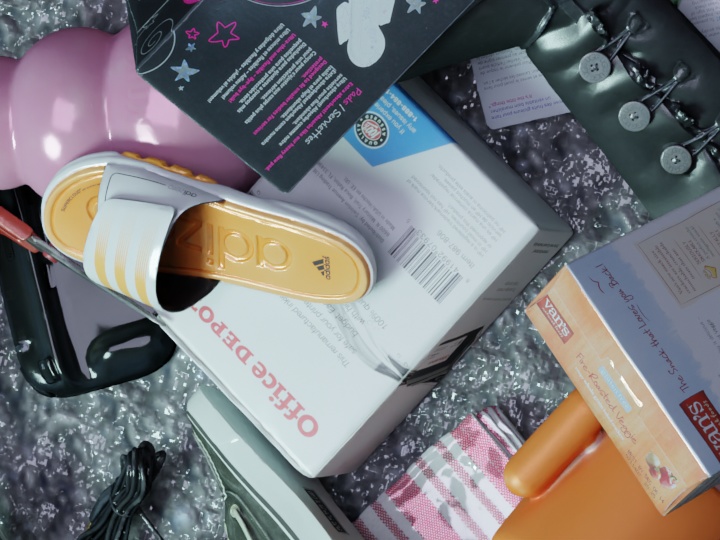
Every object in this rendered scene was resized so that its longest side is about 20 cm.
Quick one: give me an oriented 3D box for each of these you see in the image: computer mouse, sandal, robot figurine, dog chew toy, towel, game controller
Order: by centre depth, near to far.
[{"bbox_3d":[0.150,0.138,1.572,0.144,0.117,0.200,39,78,10],"label":"robot figurine"},{"bbox_3d":[-0.094,-0.012,1.604,0.205,0.059,0.080,10,128,19],"label":"sandal"},{"bbox_3d":[0.052,0.195,1.672,0.200,0.030,0.147,-44,77,15],"label":"towel"},{"bbox_3d":[-0.152,-0.090,1.683,0.199,0.125,0.125,-2,88,4],"label":"dog chew toy"},{"bbox_3d":[-0.096,0.206,1.698,0.200,0.044,0.110,49,130,13],"label":"computer mouse"},{"bbox_3d":[-0.178,-0.026,1.756,0.104,0.042,0.201,-14,84,4],"label":"game controller"}]

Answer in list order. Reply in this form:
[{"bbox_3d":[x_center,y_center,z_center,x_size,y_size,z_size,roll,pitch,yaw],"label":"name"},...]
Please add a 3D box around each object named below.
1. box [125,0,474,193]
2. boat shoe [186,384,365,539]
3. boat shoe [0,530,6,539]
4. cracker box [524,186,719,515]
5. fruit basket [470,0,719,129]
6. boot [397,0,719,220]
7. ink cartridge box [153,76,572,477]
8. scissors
[{"bbox_3d":[-0.018,-0.165,1.540,0.115,0.132,0.200,40,104,-22],"label":"box"},{"bbox_3d":[-0.051,0.148,1.665,0.064,0.071,0.200,-49,55,12],"label":"boat shoe"},{"bbox_3d":[-0.220,0.226,1.744,0.075,0.062,0.201,-24,102,7],"label":"boat shoe"},{"bbox_3d":[0.203,0.028,1.536,0.134,0.199,0.058,57,144,12],"label":"cracker box"},{"bbox_3d":[0.136,-0.197,1.629,0.184,0.094,0.201,-13,100,19],"label":"fruit basket"},{"bbox_3d":[0.117,-0.099,1.599,0.165,0.066,0.200,-34,115,30],"label":"boot"},{"bbox_3d":[0.000,0.000,1.661,0.145,0.084,0.200,46,103,15],"label":"ink cartridge box"},{"bbox_3d":[-0.189,-0.015,1.706,0.199,0.073,0.014,32,79,13],"label":"scissors"}]
